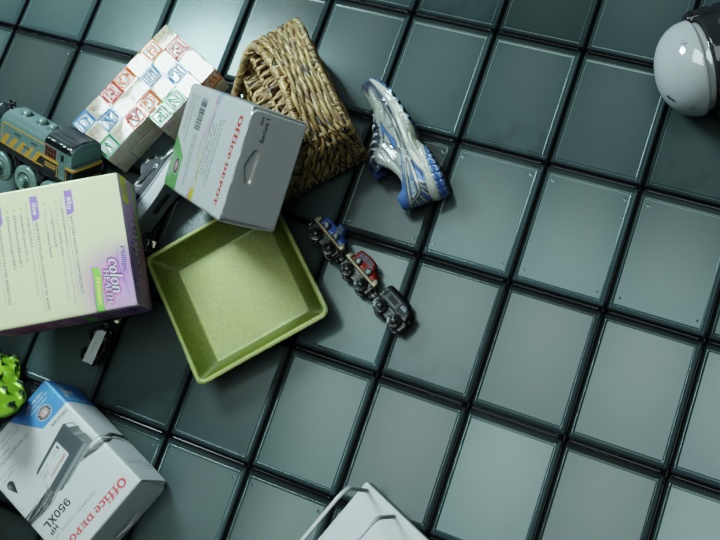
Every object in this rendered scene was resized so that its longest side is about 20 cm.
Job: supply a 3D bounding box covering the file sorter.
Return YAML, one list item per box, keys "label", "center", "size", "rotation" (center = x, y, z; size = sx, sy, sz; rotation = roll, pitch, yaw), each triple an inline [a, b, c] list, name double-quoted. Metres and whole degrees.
- label: "file sorter"
  center: [0.024, 0.367, 1.075]
  size: [0.200, 0.125, 0.139]
  rotation: [40, 88, 19]

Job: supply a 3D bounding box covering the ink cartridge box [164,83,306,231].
- label: "ink cartridge box"
  center: [-0.166, -0.149, 1.195]
  size: [0.200, 0.084, 0.146]
  rotation: [30, 105, 54]

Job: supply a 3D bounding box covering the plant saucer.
- label: "plant saucer"
  center: [-0.162, 0.025, 1.247]
  size: [0.199, 0.048, 0.201]
  rotation: [-29, 71, 5]

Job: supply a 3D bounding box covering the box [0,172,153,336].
- label: "box"
  center: [-0.392, -0.018, 1.220]
  size: [0.198, 0.097, 0.177]
  rotation: [-11, 84, -1]

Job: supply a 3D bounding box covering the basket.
- label: "basket"
  center: [-0.100, -0.217, 1.246]
  size: [0.148, 0.143, 0.201]
  rotation: [-26, 71, 5]

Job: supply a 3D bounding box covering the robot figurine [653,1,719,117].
- label: "robot figurine"
  center: [0.465, -0.262, 1.139]
  size: [0.199, 0.150, 0.126]
  rotation: [-14, 110, 9]

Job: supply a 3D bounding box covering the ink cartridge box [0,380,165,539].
- label: "ink cartridge box"
  center: [-0.379, 0.266, 1.216]
  size: [0.200, 0.084, 0.145]
  rotation: [39, 87, 19]

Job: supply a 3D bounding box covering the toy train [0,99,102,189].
- label: "toy train"
  center: [-0.455, -0.166, 1.327]
  size: [0.199, 0.085, 0.115]
  rotation: [29, 122, 20]

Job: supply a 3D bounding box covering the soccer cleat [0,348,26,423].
- label: "soccer cleat"
  center: [-0.488, 0.170, 1.231]
  size: [0.067, 0.200, 0.081]
  rotation: [26, 96, -22]

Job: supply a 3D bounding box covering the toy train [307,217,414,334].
- label: "toy train"
  center: [0.000, 0.000, 1.217]
  size: [0.046, 0.034, 0.200]
  rotation: [-40, 72, -8]

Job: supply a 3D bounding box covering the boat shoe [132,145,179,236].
- label: "boat shoe"
  center: [-0.289, -0.128, 1.311]
  size: [0.066, 0.070, 0.200]
  rotation: [39, 95, 18]

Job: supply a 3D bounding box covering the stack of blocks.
- label: "stack of blocks"
  center: [-0.304, -0.241, 1.343]
  size: [0.115, 0.059, 0.200]
  rotation: [43, 88, 19]

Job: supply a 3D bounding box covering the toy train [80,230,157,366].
- label: "toy train"
  center: [-0.333, 0.039, 1.286]
  size: [0.034, 0.046, 0.201]
  rotation: [24, 84, 2]

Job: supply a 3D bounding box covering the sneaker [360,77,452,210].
- label: "sneaker"
  center: [0.040, -0.169, 1.238]
  size: [0.085, 0.077, 0.201]
  rotation: [-31, 71, 8]
